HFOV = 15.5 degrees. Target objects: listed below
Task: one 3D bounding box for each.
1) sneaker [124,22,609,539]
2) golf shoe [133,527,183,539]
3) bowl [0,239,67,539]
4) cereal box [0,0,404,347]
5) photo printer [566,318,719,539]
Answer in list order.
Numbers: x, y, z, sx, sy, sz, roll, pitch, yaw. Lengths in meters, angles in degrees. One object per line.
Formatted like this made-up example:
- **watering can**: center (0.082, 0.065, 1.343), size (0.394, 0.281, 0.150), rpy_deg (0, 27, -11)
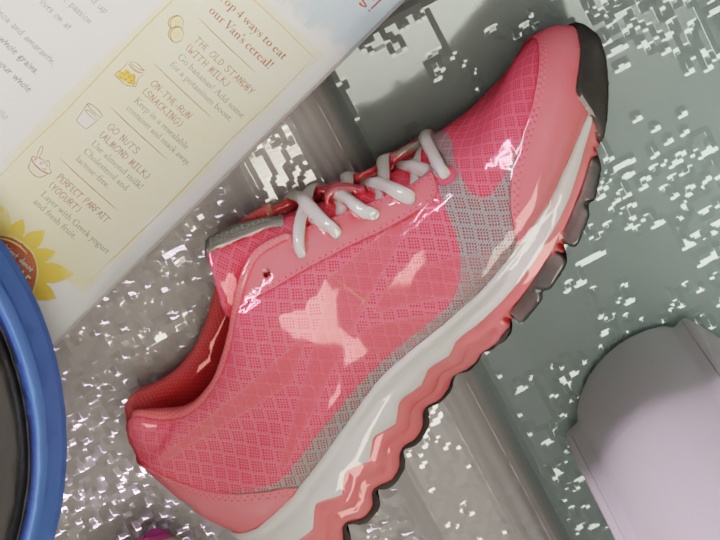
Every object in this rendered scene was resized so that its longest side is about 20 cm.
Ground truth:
- **sneaker**: center (0.000, 0.000, 0.808), size (0.087, 0.074, 0.200), rpy_deg (32, 102, -15)
- **golf shoe**: center (-0.119, 0.155, 0.856), size (0.200, 0.075, 0.092), rpy_deg (-28, 89, 4)
- **bowl**: center (-0.184, 0.052, 0.753), size (0.200, 0.039, 0.201), rpy_deg (-1, 95, -8)
- **cereal box**: center (-0.098, -0.072, 0.788), size (0.200, 0.040, 0.144), rpy_deg (-44, 107, 8)
- **photo printer**: center (0.149, 0.110, 0.797), size (0.166, 0.200, 0.069), rpy_deg (42, 99, -17)
